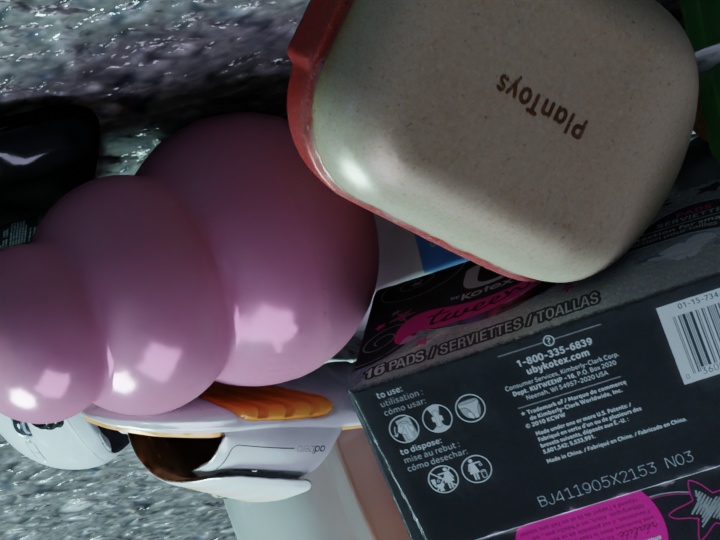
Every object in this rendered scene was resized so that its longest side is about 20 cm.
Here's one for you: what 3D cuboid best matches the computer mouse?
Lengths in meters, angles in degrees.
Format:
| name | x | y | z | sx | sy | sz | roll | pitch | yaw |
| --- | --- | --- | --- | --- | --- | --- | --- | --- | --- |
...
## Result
| name | x | y | z | sx | sy | sz | roll | pitch | yaw |
| --- | --- | --- | --- | --- | --- | --- | --- | --- | --- |
| computer mouse | -0.174 | 0.079 | 1.546 | 0.109 | 0.044 | 0.200 | 9 | 170 | 20 |

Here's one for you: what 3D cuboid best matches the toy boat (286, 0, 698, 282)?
| name | x | y | z | sx | sy | sz | roll | pitch | yaw |
| --- | --- | --- | --- | --- | --- | --- | --- | --- | --- |
| toy boat | 0.042 | -0.079 | 1.187 | 0.199 | 0.131 | 0.131 | 26 | -179 | -39 |

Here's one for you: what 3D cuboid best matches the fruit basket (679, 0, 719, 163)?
| name | x | y | z | sx | sy | sz | roll | pitch | yaw |
| --- | --- | --- | --- | --- | --- | --- | --- | --- | --- |
| fruit basket | 0.199 | -0.095 | 1.324 | 0.184 | 0.094 | 0.200 | -8 | 177 | -15 |

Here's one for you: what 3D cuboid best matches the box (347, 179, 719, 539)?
| name | x | y | z | sx | sy | sz | roll | pitch | yaw |
| --- | --- | --- | --- | --- | --- | --- | --- | --- | --- |
| box | 0.113 | 0.052 | 1.258 | 0.199 | 0.133 | 0.115 | -19 | -161 | 13 |

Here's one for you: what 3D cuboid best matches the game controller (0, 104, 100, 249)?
| name | x | y | z | sx | sy | sz | roll | pitch | yaw |
| --- | --- | --- | --- | --- | --- | --- | --- | --- | --- |
| game controller | -0.172 | -0.023 | 1.316 | 0.104 | 0.042 | 0.200 | -24 | 166 | -17 |

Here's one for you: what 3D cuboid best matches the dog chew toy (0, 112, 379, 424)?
| name | x | y | z | sx | sy | sz | roll | pitch | yaw |
| --- | --- | --- | --- | --- | --- | --- | --- | --- | --- |
| dog chew toy | -0.091 | 0.007 | 1.267 | 0.199 | 0.125 | 0.125 | -23 | 168 | -29 |

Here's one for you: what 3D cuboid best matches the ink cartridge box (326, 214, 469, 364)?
| name | x | y | z | sx | sy | sz | roll | pitch | yaw |
| --- | --- | --- | --- | --- | --- | --- | --- | --- | --- |
| ink cartridge box | 0.000 | 0.000 | 1.421 | 0.199 | 0.085 | 0.145 | -20 | 161 | 17 |

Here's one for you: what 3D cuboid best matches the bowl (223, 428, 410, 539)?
| name | x | y | z | sx | sy | sz | roll | pitch | yaw |
| --- | --- | --- | --- | --- | --- | --- | --- | --- | --- |
| bowl | 0.027 | 0.151 | 1.687 | 0.199 | 0.201 | 0.075 | -15 | 166 | -44 |

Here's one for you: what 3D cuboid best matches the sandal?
| name | x | y | z | sx | sy | sz | roll | pitch | yaw |
| --- | --- | --- | --- | --- | --- | --- | --- | --- | --- |
| sandal | -0.038 | 0.081 | 1.354 | 0.206 | 0.060 | 0.079 | 0 | -167 | -36 |

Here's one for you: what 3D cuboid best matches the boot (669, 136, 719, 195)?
| name | x | y | z | sx | sy | sz | roll | pitch | yaw |
| --- | --- | --- | --- | --- | --- | --- | --- | --- | --- |
| boot | 0.160 | -0.027 | 1.392 | 0.164 | 0.066 | 0.200 | -1 | -160 | 5 |

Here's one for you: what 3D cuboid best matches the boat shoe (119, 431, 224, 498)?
| name | x | y | z | sx | sy | sz | roll | pitch | yaw |
| --- | --- | --- | --- | --- | --- | --- | --- | --- | --- |
| boat shoe | -0.100 | 0.070 | 1.517 | 0.063 | 0.071 | 0.200 | -21 | 141 | 18 |
